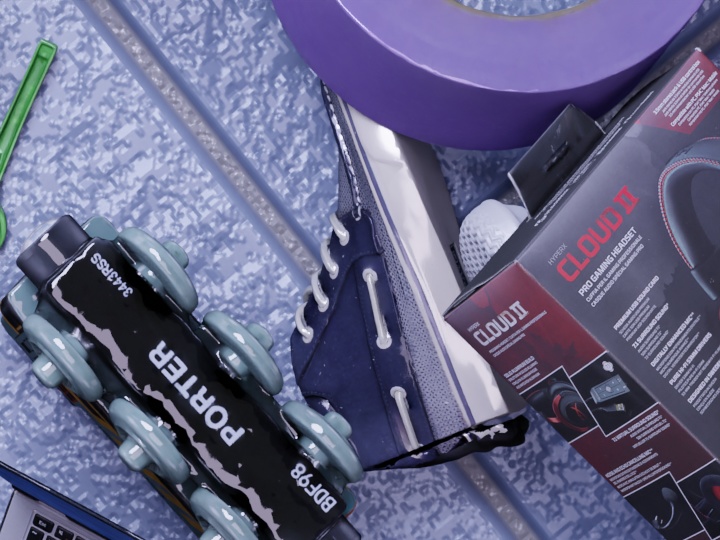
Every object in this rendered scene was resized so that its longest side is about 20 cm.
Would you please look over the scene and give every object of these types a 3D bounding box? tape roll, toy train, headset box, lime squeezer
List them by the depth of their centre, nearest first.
[{"bbox_3d":[0.143,0.017,1.217,0.200,0.075,0.149,45,58,-3],"label":"headset box"},{"bbox_3d":[0.058,-0.160,1.266,0.199,0.085,0.201,3,73,-10],"label":"tape roll"},{"bbox_3d":[-0.080,0.059,1.280,0.085,0.114,0.200,-44,95,-13],"label":"toy train"},{"bbox_3d":[-0.187,-0.012,1.303,0.038,0.071,0.201,18,63,9],"label":"lime squeezer"}]

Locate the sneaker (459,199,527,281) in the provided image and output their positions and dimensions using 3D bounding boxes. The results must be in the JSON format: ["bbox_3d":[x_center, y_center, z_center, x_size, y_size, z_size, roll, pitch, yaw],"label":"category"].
[{"bbox_3d":[0.134,0.010,1.310,0.115,0.075,0.200,-47,121,-5],"label":"sneaker"}]

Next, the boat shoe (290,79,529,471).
[{"bbox_3d":[0.000,0.000,1.317,0.092,0.075,0.201,-21,86,14],"label":"boat shoe"}]

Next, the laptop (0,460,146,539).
[{"bbox_3d":[-0.099,0.174,1.228,0.187,0.116,0.201,28,115,11],"label":"laptop"}]
